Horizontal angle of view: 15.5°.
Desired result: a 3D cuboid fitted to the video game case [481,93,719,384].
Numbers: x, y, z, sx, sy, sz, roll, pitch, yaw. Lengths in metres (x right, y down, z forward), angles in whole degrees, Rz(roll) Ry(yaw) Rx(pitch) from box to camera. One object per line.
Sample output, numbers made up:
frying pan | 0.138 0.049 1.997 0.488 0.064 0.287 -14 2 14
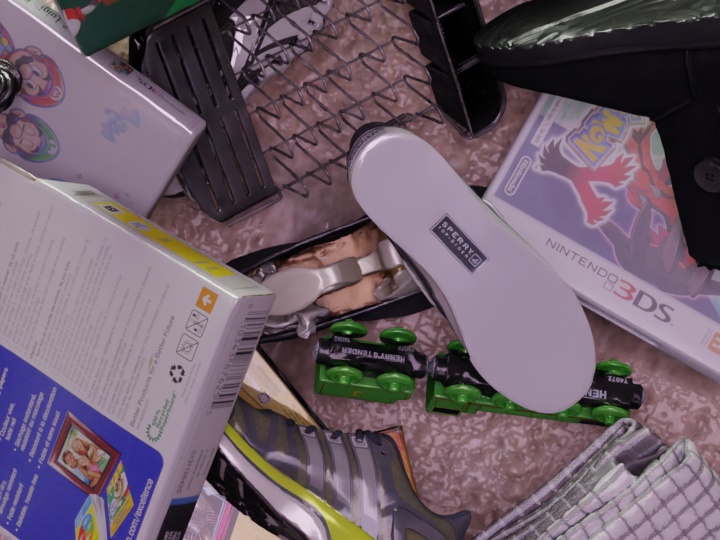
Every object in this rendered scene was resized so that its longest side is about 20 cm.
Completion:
video game case | 0.186 -0.061 1.572 0.182 0.023 0.200 30 76 1

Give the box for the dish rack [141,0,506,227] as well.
dish rack | -0.025 -0.116 1.533 0.200 0.055 0.154 -29 119 -16

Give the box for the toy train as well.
toy train | 0.068 0.066 1.560 0.200 0.056 0.042 9 66 -7

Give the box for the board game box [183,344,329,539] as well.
board game box | -0.069 0.138 1.534 0.135 0.035 0.200 -38 95 1

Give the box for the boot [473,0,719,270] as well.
boot | 0.172 -0.077 1.509 0.200 0.076 0.168 -2 119 34

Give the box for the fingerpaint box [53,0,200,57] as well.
fingerpaint box | -0.096 -0.200 1.482 0.167 0.200 0.073 -26 105 1

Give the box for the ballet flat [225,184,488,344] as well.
ballet flat | 0.000 0.000 1.566 0.200 0.073 0.073 -18 88 -1

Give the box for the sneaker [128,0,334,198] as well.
sneaker | -0.085 -0.143 1.556 0.090 0.066 0.200 36 90 -41

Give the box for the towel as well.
towel | 0.142 0.198 1.525 0.200 0.086 0.166 -41 116 -1

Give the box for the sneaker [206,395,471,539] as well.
sneaker | -0.024 0.114 1.490 0.200 0.074 0.081 42 70 -3

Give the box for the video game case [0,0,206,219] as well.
video game case | -0.208 -0.066 1.537 0.182 0.024 0.200 36 124 2

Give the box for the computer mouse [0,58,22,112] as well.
computer mouse | -0.266 -0.052 1.530 0.110 0.044 0.200 24 124 8

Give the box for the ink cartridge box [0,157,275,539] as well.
ink cartridge box | -0.162 0.059 1.473 0.200 0.047 0.198 31 109 32

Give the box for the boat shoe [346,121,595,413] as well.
boat shoe | 0.061 -0.004 1.515 0.072 0.068 0.200 -42 105 4

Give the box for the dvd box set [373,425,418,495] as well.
dvd box set | -0.021 0.206 1.577 0.146 0.029 0.200 -13 88 2
